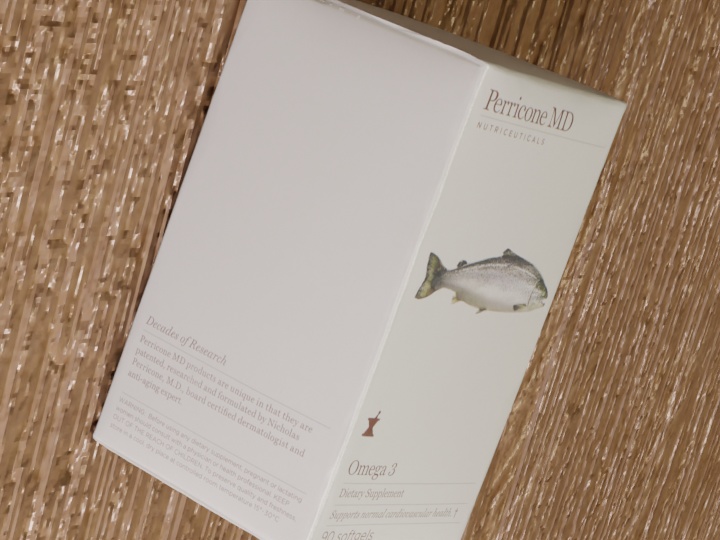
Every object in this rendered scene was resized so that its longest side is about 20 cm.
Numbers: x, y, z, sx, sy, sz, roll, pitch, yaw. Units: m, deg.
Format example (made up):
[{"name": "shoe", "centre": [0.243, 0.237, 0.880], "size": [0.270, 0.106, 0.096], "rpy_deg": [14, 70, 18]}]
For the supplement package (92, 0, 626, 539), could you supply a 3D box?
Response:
[{"name": "supplement package", "centre": [0.000, 0.000, 0.912], "size": [0.117, 0.117, 0.200], "rpy_deg": [7, 105, -55]}]
